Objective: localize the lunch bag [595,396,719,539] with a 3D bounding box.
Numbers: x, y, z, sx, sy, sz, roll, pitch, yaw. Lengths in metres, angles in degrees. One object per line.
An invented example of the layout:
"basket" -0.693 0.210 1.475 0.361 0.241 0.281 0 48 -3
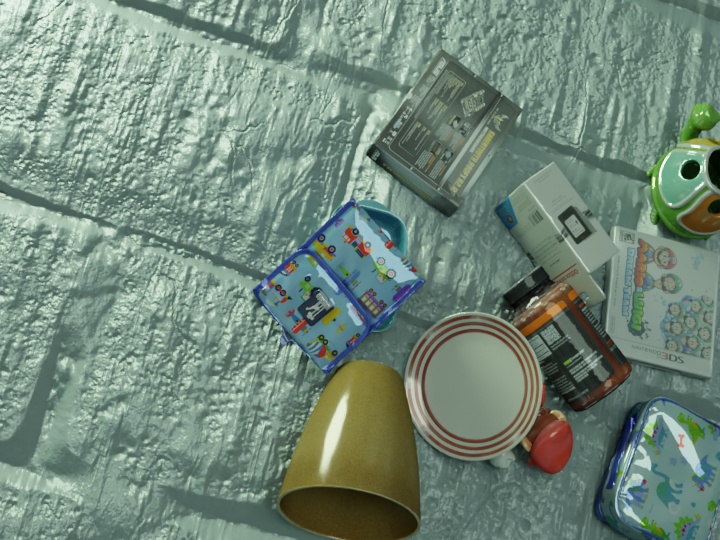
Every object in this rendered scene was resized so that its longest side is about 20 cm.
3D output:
"lunch bag" 0.429 0.290 1.703 0.160 0.082 0.201 27 69 -7

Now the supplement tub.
"supplement tub" 0.288 0.092 1.711 0.107 0.107 0.201 -34 85 -21

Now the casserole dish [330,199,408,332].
"casserole dish" 0.000 0.000 1.698 0.120 0.039 0.202 13 71 -11

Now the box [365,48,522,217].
"box" 0.126 -0.205 1.785 0.158 0.048 0.201 35 69 -3

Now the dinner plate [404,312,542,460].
"dinner plate" 0.155 0.158 1.652 0.198 0.024 0.203 -1 86 22

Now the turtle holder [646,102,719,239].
"turtle holder" 0.526 -0.145 1.829 0.140 0.132 0.186 33 69 -3

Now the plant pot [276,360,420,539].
"plant pot" 0.000 0.227 1.570 0.185 0.187 0.202 16 58 -10

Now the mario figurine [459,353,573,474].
"mario figurine" 0.217 0.201 1.691 0.123 0.106 0.201 -40 74 14

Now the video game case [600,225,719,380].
"video game case" 0.452 0.048 1.811 0.180 0.024 0.202 14 71 -11

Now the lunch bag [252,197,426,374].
"lunch bag" -0.037 0.029 1.625 0.200 0.094 0.151 -42 88 -9

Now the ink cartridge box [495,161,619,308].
"ink cartridge box" 0.295 -0.043 1.747 0.066 0.116 0.201 -34 85 -22
